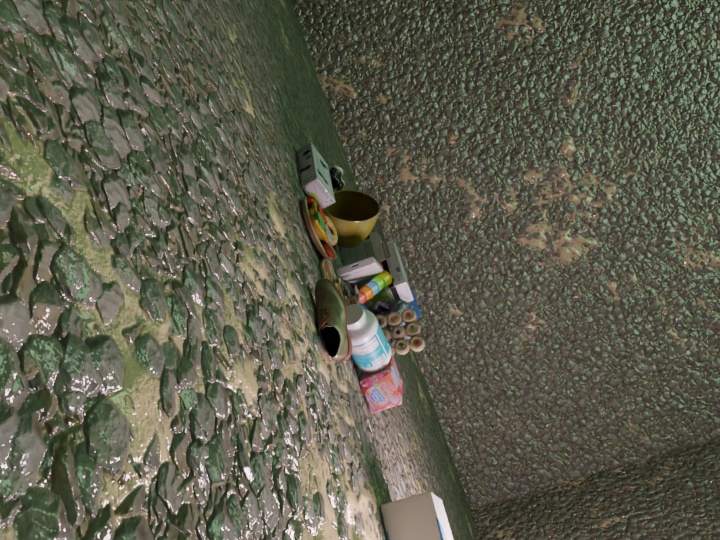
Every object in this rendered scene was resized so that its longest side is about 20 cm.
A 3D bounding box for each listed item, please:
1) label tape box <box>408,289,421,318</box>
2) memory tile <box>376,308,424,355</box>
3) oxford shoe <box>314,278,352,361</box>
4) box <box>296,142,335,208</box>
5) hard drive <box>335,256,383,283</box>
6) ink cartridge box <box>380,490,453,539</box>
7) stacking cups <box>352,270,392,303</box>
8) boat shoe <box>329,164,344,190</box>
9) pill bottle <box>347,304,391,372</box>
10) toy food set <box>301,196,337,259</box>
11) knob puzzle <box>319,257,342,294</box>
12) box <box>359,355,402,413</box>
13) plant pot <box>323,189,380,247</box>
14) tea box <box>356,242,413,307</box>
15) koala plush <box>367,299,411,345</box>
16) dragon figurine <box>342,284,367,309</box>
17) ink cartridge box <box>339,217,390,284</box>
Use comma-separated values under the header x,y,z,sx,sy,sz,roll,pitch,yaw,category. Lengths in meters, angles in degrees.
x,y,z,sx,sy,sz,roll,pitch,yaw,category
0.119,0.140,2.023,0.063,0.199,0.145,63,10,-47,label tape box
0.098,0.207,1.687,0.017,0.198,0.154,75,2,-57,memory tile
-0.068,0.110,1.210,0.075,0.070,0.201,31,39,-71,oxford shoe
-0.145,-0.306,1.684,0.117,0.060,0.201,49,20,-45,box
0.000,0.000,1.756,0.200,0.131,0.027,39,32,-77,hard drive
0.142,0.615,1.233,0.200,0.124,0.129,60,13,-56,ink cartridge box
0.038,0.068,1.799,0.200,0.060,0.061,-39,113,-49,stacking cups
-0.108,-0.381,2.237,0.200,0.073,0.061,108,6,-76,boat shoe
0.008,0.181,1.424,0.111,0.110,0.201,-102,170,-48,pill bottle
-0.114,-0.123,1.527,0.199,0.048,0.201,-103,169,-49,toy food set
-0.071,0.044,1.513,0.220,0.030,0.221,-20,90,-83,knob puzzle
0.064,0.326,1.530,0.200,0.094,0.103,-52,122,-82,box
-0.039,-0.165,1.794,0.201,0.198,0.143,-101,-165,-50,plant pot
0.076,0.032,1.989,0.134,0.195,0.201,61,11,-52,tea box
0.079,0.226,1.799,0.178,0.182,0.201,64,31,-46,koala plush
-0.009,0.133,1.633,0.099,0.058,0.201,29,41,-79,dragon figurine
0.019,-0.073,1.929,0.084,0.174,0.201,60,13,-55,ink cartridge box
